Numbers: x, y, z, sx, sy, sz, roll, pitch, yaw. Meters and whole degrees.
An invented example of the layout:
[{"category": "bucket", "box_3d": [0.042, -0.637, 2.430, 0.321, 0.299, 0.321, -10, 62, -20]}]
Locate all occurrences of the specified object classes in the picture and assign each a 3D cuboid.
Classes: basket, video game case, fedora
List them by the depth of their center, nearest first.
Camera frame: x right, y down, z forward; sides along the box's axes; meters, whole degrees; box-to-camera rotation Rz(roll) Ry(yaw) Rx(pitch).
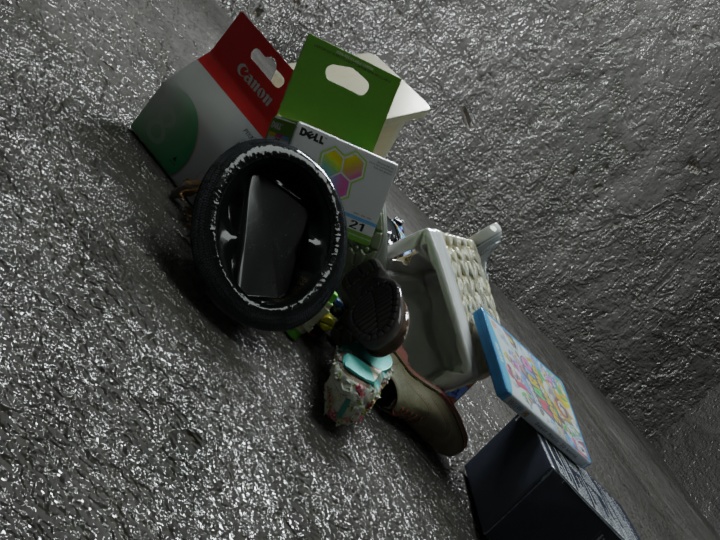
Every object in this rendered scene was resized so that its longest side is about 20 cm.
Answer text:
[{"category": "fedora", "box_3d": [-0.108, -0.032, 1.116, 0.200, 0.202, 0.091, 43, -32, -18]}, {"category": "video game case", "box_3d": [0.218, 0.149, 1.353, 0.199, 0.018, 0.144, 40, 25, -35]}, {"category": "basket", "box_3d": [0.102, 0.061, 1.411, 0.122, 0.134, 0.204, 0, 69, -51]}]

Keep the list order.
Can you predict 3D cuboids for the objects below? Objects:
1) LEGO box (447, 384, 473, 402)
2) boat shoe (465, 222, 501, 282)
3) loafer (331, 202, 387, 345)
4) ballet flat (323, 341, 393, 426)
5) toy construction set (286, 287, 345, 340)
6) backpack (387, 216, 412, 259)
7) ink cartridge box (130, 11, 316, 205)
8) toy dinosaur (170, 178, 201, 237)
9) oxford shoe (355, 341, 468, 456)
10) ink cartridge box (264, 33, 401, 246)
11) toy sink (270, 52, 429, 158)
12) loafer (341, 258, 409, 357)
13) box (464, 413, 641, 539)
[{"category": "LEGO box", "box_3d": [0.102, 0.106, 1.651, 0.149, 0.077, 0.200, 45, 10, -9]}, {"category": "boat shoe", "box_3d": [0.148, 0.009, 1.517, 0.071, 0.200, 0.069, -23, 72, -46]}, {"category": "loafer", "box_3d": [0.000, 0.000, 1.371, 0.069, 0.204, 0.070, 11, 3, 15]}, {"category": "ballet flat", "box_3d": [-0.009, 0.122, 1.164, 0.075, 0.065, 0.200, 29, 8, 6]}, {"category": "toy construction set", "box_3d": [-0.077, 0.008, 1.273, 0.131, 0.092, 0.201, 43, 21, -19]}, {"category": "backpack", "box_3d": [-0.005, -0.034, 1.578, 0.182, 0.134, 0.201, 41, 11, -29]}, {"category": "ink cartridge box", "box_3d": [-0.170, -0.190, 1.299, 0.161, 0.200, 0.050, 49, 22, 17]}, {"category": "toy dinosaur", "box_3d": [-0.139, -0.070, 1.202, 0.198, 0.061, 0.106, 25, 30, 21]}, {"category": "oxford shoe", "box_3d": [0.054, 0.165, 1.314, 0.200, 0.070, 0.075, 47, 36, -9]}, {"category": "ink cartridge box", "box_3d": [-0.028, -0.152, 1.244, 0.146, 0.203, 0.076, 19, 5, -30]}, {"category": "toy sink", "box_3d": [-0.025, -0.200, 1.425, 0.130, 0.113, 0.199, 45, 37, 19]}, {"category": "loafer", "box_3d": [0.028, 0.050, 1.244, 0.072, 0.072, 0.201, 56, 9, -21]}, {"category": "box", "box_3d": [0.242, 0.308, 1.322, 0.199, 0.123, 0.200, 46, 8, -10]}]
